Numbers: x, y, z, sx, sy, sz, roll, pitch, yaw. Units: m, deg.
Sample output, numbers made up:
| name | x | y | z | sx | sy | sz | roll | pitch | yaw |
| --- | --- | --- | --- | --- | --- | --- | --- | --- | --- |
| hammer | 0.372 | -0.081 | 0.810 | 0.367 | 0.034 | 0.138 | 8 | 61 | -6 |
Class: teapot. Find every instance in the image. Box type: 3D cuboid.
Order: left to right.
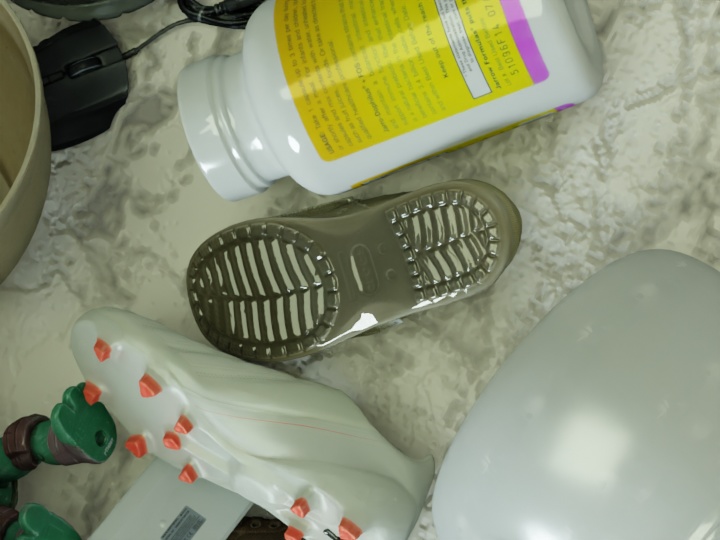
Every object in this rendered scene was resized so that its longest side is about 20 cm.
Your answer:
| name | x | y | z | sx | sy | sz | roll | pitch | yaw |
| --- | --- | --- | --- | --- | --- | --- | --- | --- | --- |
| teapot | 0.141 | 0.097 | 0.899 | 0.146 | 0.197 | 0.201 | 39 | 100 | 24 |

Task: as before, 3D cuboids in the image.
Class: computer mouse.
| name | x | y | z | sx | sy | sz | roll | pitch | yaw |
| --- | --- | --- | --- | --- | --- | --- | --- | --- | --- |
| computer mouse | -0.122 | -0.119 | 1.059 | 0.199 | 0.034 | 0.059 | -27 | 82 | 15 |

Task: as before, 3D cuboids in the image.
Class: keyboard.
| name | x | y | z | sx | sy | sz | roll | pitch | yaw |
| --- | --- | --- | --- | --- | --- | --- | --- | --- | --- |
| keyboard | -0.096 | 0.127 | 1.006 | 0.056 | 0.011 | 0.200 | 34 | 63 | 9 |

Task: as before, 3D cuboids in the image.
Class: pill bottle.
| name | x | y | z | sx | sy | sz | roll | pitch | yaw |
| --- | --- | --- | --- | --- | --- | --- | --- | --- | --- |
| pill bottle | 0.012 | -0.102 | 0.982 | 0.198 | 0.104 | 0.105 | -20 | 85 | 15 |

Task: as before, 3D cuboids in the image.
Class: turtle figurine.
| name | x | y | z | sx | sy | sz | roll | pitch | yaw |
| --- | --- | --- | --- | --- | --- | --- | --- | --- | --- |
| turtle figurine | -0.224 | 0.111 | 1.057 | 0.198 | 0.100 | 0.151 | -3 | 79 | 35 |

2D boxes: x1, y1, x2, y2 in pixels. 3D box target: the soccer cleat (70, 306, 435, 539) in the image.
| name | x | y | z | sx | sy | sz | roll | pitch | yaw |
| --- | --- | --- | --- | --- | --- | --- | --- | --- | --- |
| soccer cleat | -0.055 | 0.075 | 0.998 | 0.199 | 0.078 | 0.070 | 33 | 138 | 11 |

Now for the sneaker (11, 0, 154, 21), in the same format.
| name | x | y | z | sx | sy | sz | roll | pitch | yaw |
| --- | --- | --- | --- | --- | --- | --- | --- | --- | --- |
| sneaker | -0.099 | -0.187 | 1.018 | 0.198 | 0.082 | 0.074 | -12 | 44 | 11 |

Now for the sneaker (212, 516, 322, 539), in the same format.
| name | x | y | z | sx | sy | sz | roll | pitch | yaw |
| --- | --- | --- | --- | --- | --- | --- | --- | --- | --- |
| sneaker | -0.082 | 0.150 | 1.032 | 0.198 | 0.070 | 0.076 | -19 | 71 | 10 |

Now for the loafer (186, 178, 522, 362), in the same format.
| name | x | y | z | sx | sy | sz | roll | pitch | yaw |
| --- | --- | --- | --- | --- | --- | --- | --- | --- | --- |
| loafer | 0.000 | 0.000 | 1.009 | 0.199 | 0.068 | 0.076 | -10 | 90 | 32 |

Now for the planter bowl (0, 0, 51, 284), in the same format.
| name | x | y | z | sx | sy | sz | roll | pitch | yaw |
| --- | --- | --- | --- | --- | --- | --- | --- | --- | --- |
| planter bowl | -0.244 | -0.045 | 1.014 | 0.198 | 0.135 | 0.202 | -2 | 66 | 5 |

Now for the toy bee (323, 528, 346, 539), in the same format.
| name | x | y | z | sx | sy | sz | roll | pitch | yaw |
| --- | --- | --- | --- | --- | --- | --- | --- | --- | --- |
| toy bee | 0.034 | 0.185 | 0.972 | 0.200 | 0.131 | 0.108 | 49 | 144 | -14 |
